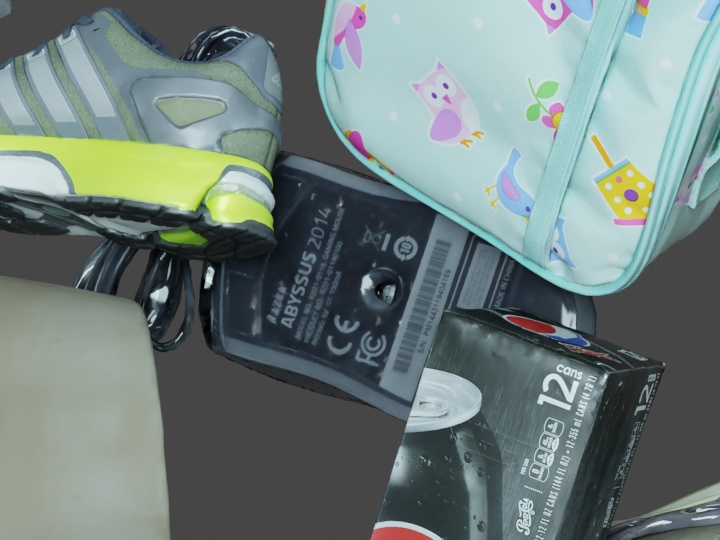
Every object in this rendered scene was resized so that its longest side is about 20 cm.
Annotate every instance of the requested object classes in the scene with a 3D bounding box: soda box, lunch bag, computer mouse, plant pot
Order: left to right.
[{"bbox_3d":[-0.159,0.077,0.754,0.173,0.200,0.201,-4,82,-11],"label":"plant pot"},{"bbox_3d":[0.000,0.000,0.815,0.200,0.053,0.139,23,86,19],"label":"computer mouse"},{"bbox_3d":[0.037,0.116,0.731,0.063,0.071,0.201,20,97,23],"label":"soda box"},{"bbox_3d":[0.071,-0.100,0.714,0.160,0.200,0.077,36,44,25],"label":"lunch bag"}]

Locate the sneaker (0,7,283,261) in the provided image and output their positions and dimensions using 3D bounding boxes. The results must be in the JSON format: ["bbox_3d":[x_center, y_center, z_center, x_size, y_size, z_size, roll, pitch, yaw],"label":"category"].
[{"bbox_3d":[-0.112,-0.058,0.806,0.199,0.074,0.081,11,74,22],"label":"sneaker"}]

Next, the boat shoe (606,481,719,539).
[{"bbox_3d":[0.097,0.125,0.779,0.199,0.065,0.072,-21,84,2],"label":"boat shoe"}]

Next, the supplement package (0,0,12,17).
[{"bbox_3d":[-0.262,-0.140,0.819,0.200,0.111,0.156,-24,81,1],"label":"supplement package"}]
